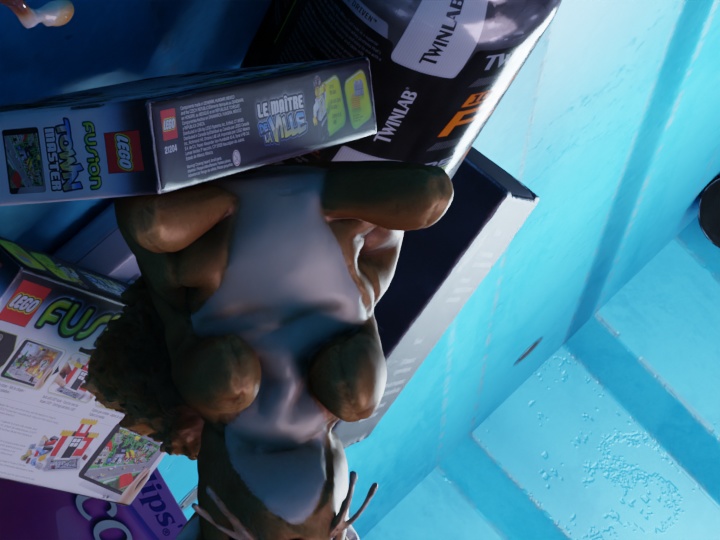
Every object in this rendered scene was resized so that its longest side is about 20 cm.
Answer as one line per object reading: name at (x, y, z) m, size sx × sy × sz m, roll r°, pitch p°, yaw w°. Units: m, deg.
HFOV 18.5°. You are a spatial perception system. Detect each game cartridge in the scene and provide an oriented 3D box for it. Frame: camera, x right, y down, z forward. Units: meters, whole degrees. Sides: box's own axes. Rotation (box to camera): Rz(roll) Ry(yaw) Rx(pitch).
game cartridge at (-0.147, 0.026, 1.210) m, size 0.133 × 0.041 × 0.200 m, roll -38°, pitch 168°, yaw -15°

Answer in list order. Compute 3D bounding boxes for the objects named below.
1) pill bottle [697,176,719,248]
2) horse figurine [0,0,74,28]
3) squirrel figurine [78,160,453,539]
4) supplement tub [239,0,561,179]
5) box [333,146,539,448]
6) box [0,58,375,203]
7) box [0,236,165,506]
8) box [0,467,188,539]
pill bottle at (0.559, -0.093, 3.159) m, size 0.112 × 0.112 × 0.200 m, roll -49°, pitch 168°, yaw 22°
horse figurine at (-0.152, -0.080, 0.744) m, size 0.200 × 0.050 × 0.132 m, roll -40°, pitch 157°, yaw 8°
squirrel figurine at (-0.048, 0.047, 1.009) m, size 0.141 × 0.188 × 0.200 m, roll -8°, pitch -171°, yaw -20°
supplement tub at (0.021, -0.121, 1.052) m, size 0.122 × 0.123 × 0.200 m, roll -36°, pitch 166°, yaw -37°
box at (0.000, 0.000, 1.348) m, size 0.200 × 0.117 × 0.197 m, roll -53°, pitch 172°, yaw 6°
box at (-0.084, -0.059, 0.922) m, size 0.110 × 0.035 × 0.200 m, roll -3°, pitch -172°, yaw 26°
box at (-0.150, 0.054, 1.104) m, size 0.110 × 0.035 × 0.200 m, roll -54°, pitch 150°, yaw 6°
box at (-0.185, 0.202, 1.236) m, size 0.199 × 0.176 × 0.097 m, roll -22°, pitch 164°, yaw -36°
